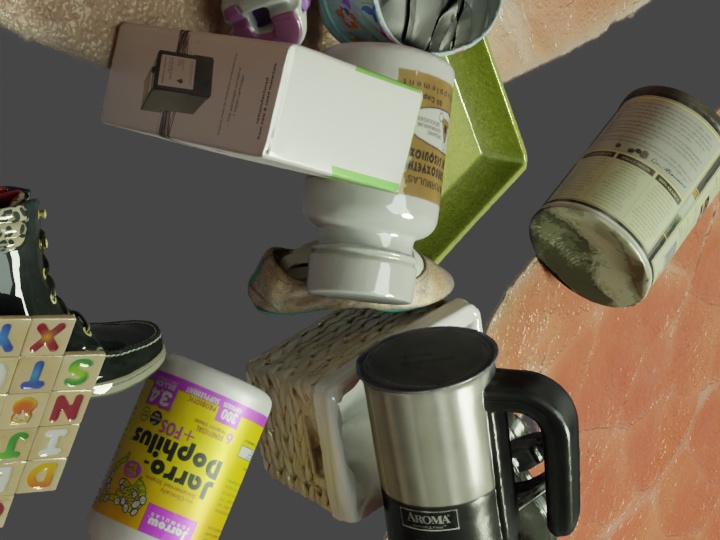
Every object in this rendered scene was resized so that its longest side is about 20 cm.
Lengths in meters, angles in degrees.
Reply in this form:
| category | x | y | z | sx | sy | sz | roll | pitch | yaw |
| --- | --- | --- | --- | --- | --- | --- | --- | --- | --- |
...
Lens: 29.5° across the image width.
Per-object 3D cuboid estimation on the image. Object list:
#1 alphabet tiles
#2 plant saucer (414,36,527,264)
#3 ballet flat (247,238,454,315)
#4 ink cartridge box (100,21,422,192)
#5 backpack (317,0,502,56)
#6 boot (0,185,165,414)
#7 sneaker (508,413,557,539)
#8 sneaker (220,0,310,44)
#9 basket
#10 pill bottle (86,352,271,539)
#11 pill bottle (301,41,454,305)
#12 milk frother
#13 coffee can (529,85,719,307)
| category | x | y | z | sx | sy | sz | roll | pitch | yaw |
| --- | --- | --- | --- | --- | --- | --- | --- | --- | --- |
| alphabet tiles | -0.271 | 0.112 | 0.955 | 0.166 | 0.006 | 0.201 | 0 | 126 | -39 |
| plant saucer | 0.061 | -0.125 | 1.293 | 0.200 | 0.048 | 0.200 | -46 | 128 | -30 |
| ballet flat | 0.000 | 0.000 | 1.202 | 0.199 | 0.068 | 0.067 | -7 | 131 | -26 |
| ink cartridge box | -0.078 | -0.125 | 1.038 | 0.145 | 0.200 | 0.084 | 11 | 94 | -47 |
| backpack | 0.036 | -0.280 | 1.155 | 0.177 | 0.150 | 0.201 | -19 | 106 | -41 |
| boot | -0.228 | 0.017 | 0.998 | 0.203 | 0.073 | 0.154 | -10 | 112 | -41 |
| sneaker | 0.146 | 0.237 | 1.460 | 0.091 | 0.076 | 0.201 | -35 | 116 | -24 |
| sneaker | -0.095 | -0.272 | 1.081 | 0.201 | 0.080 | 0.089 | 60 | 38 | -26 |
| basket | 0.008 | 0.113 | 1.237 | 0.200 | 0.123 | 0.136 | -28 | 118 | -38 |
| pill bottle | -0.153 | 0.175 | 1.097 | 0.104 | 0.104 | 0.201 | 32 | 76 | -45 |
| pill bottle | 0.011 | -0.077 | 1.124 | 0.114 | 0.114 | 0.201 | 13 | 82 | -47 |
| milk frother | 0.098 | 0.135 | 1.170 | 0.200 | 0.180 | 0.189 | -86 | 169 | -67 |
| coffee can | 0.295 | -0.081 | 1.476 | 0.200 | 0.146 | 0.147 | -49 | 130 | -27 |
